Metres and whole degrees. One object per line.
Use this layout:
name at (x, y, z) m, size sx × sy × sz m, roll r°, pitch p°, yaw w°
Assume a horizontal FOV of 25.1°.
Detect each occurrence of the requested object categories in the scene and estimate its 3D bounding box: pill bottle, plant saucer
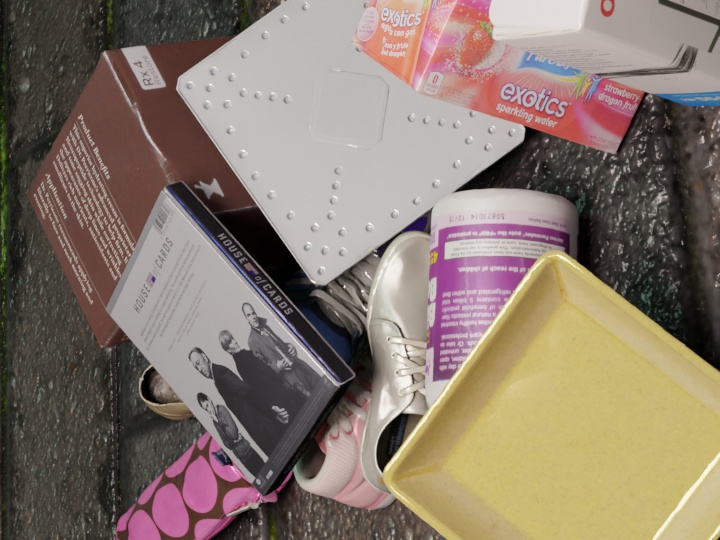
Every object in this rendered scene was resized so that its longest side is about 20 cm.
pill bottle at (0.102, 0.050, 1.168) m, size 0.112 × 0.111 × 0.202 m, roll -10°, pitch 73°, yaw 49°
plant saucer at (0.149, 0.120, 1.070) m, size 0.199 × 0.048 × 0.201 m, roll 38°, pitch 102°, yaw 9°

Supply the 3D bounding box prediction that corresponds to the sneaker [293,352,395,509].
sneaker at (0.012, 0.098, 1.276) m, size 0.075 × 0.104 × 0.202 m, roll 44°, pitch 114°, yaw 48°

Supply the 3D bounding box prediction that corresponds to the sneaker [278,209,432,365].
sneaker at (0.000, 0.000, 1.271) m, size 0.146 × 0.081 × 0.200 m, roll -44°, pitch 9°, yaw 17°

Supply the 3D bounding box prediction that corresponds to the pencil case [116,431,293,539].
pencil case at (-0.143, 0.211, 1.456) m, size 0.200 × 0.090 × 0.094 m, roll -46°, pitch 56°, yaw 37°

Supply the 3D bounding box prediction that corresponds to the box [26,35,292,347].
box at (-0.149, -0.067, 1.349) m, size 0.200 × 0.163 × 0.167 m, roll -48°, pitch 64°, yaw 45°

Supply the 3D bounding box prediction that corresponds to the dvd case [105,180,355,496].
dvd case at (-0.103, 0.053, 1.212) m, size 0.200 × 0.025 × 0.151 m, roll 48°, pitch 135°, yaw 15°

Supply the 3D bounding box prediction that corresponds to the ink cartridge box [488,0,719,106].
ink cartridge box at (0.190, -0.199, 1.046) m, size 0.084 × 0.199 × 0.148 m, roll 8°, pitch 88°, yaw 51°

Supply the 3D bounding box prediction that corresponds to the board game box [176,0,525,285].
board game box at (-0.008, -0.121, 1.244) m, size 0.199 × 0.026 × 0.201 m, roll -35°, pitch 78°, yaw -4°

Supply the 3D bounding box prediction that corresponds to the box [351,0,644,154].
box at (0.109, -0.165, 1.138) m, size 0.095 × 0.199 × 0.103 m, roll 43°, pitch 113°, yaw 48°

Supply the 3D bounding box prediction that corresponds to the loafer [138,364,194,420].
loafer at (-0.111, 0.081, 1.415) m, size 0.199 × 0.067 × 0.077 m, roll -30°, pitch 82°, yaw 19°

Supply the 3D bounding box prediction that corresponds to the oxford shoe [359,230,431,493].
oxford shoe at (0.040, 0.072, 1.216) m, size 0.058 × 0.074 × 0.202 m, roll -161°, pitch 78°, yaw -74°

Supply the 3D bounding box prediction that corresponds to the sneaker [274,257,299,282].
sneaker at (-0.035, -0.079, 1.407) m, size 0.200 × 0.074 × 0.107 m, roll -48°, pitch 52°, yaw 45°
